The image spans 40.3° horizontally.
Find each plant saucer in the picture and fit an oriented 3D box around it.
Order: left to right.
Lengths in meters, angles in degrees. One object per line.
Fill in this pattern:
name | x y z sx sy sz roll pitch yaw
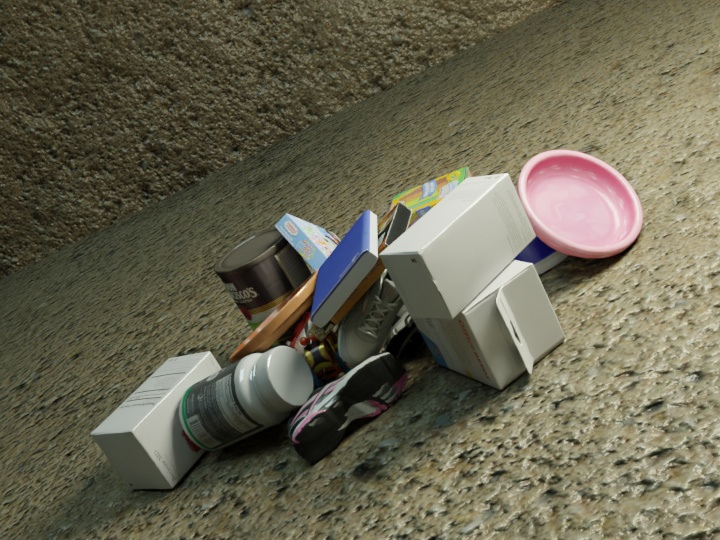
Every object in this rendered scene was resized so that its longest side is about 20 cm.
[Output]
plant saucer | -0.130 0.081 1.571 0.200 0.032 0.200 -45 3 3
plant saucer | 0.330 -0.095 1.505 0.201 0.200 0.051 -43 -15 -34

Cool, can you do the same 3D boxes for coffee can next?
coffee can | -0.146 0.043 1.740 0.146 0.200 0.146 -26 20 10

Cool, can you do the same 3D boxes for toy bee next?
toy bee | -0.050 0.131 1.531 0.131 0.109 0.200 -32 19 -13

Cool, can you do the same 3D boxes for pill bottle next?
pill bottle | -0.173 0.193 1.493 0.200 0.113 0.113 -28 17 34

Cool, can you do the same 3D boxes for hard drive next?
hard drive | -0.022 -0.007 1.439 0.132 0.025 0.200 -51 11 16

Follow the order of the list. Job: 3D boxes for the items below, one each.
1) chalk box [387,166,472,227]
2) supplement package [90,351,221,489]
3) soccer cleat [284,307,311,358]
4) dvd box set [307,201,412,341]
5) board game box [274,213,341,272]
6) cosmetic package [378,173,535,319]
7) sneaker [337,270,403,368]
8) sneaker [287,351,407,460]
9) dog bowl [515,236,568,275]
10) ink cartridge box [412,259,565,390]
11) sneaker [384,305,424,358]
chalk box | 0.165 -0.097 1.770 0.200 0.124 0.124 -22 21 19
supplement package | -0.307 0.243 1.587 0.120 0.121 0.200 -12 26 42
soccer cleat | -0.093 0.134 1.648 0.200 0.085 0.069 -64 16 -22
dvd box set | 0.000 0.000 1.483 0.200 0.029 0.146 -49 10 30
board game box | -0.050 -0.021 1.710 0.037 0.151 0.200 -47 -21 11
cosmetic package | 0.133 -0.034 1.305 0.200 0.108 0.085 -39 23 -32
sneaker | 0.028 0.050 1.440 0.200 0.076 0.092 -64 3 -10
sneaker | -0.029 0.181 1.414 0.200 0.080 0.086 -34 23 -16
dog bowl | 0.259 -0.059 1.616 0.200 0.079 0.200 -25 20 10
ink cartridge box | 0.174 0.065 1.354 0.125 0.129 0.200 -35 21 -18
sneaker | 0.100 0.041 1.502 0.200 0.074 0.080 -43 39 15
